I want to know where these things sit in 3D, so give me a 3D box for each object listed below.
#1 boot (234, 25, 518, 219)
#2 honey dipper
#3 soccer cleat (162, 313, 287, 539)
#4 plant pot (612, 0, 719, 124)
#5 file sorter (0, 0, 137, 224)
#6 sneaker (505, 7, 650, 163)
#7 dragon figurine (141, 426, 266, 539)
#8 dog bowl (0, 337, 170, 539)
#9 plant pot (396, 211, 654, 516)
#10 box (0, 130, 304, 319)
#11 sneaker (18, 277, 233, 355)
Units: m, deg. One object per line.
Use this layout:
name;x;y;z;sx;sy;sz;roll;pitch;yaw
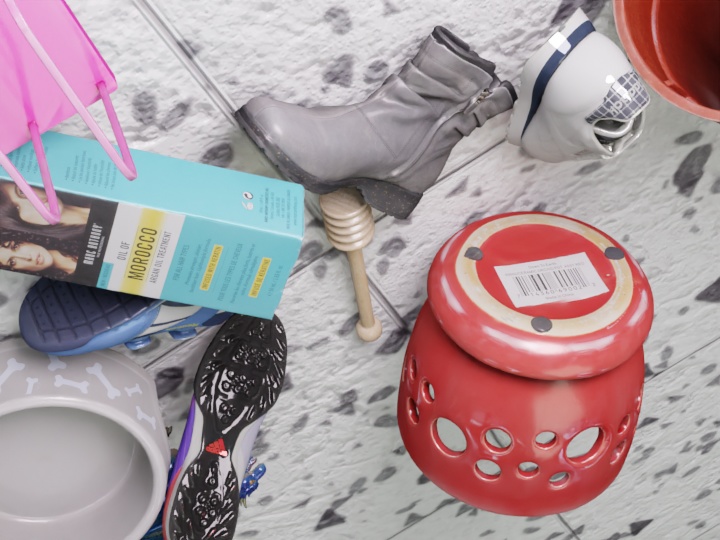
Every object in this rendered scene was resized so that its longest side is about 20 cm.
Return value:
boot;0.014;-0.114;0.934;0.132;0.070;0.199;-46;153;20
honey dipper;0.000;0.000;1.085;0.038;0.038;0.201;-23;147;-7
soccer cleat;-0.110;0.124;1.081;0.068;0.202;0.073;19;165;-17
plant pot;0.298;-0.166;0.958;0.200;0.202;0.195;-39;152;15
file sorter;-0.236;-0.071;0.726;0.199;0.126;0.139;-29;132;2
sneaker;0.154;-0.105;0.974;0.077;0.080;0.200;-50;169;-3
dragon figurine;-0.175;0.194;1.142;0.199;0.100;0.059;-35;162;5
dog bowl;-0.233;0.146;1.034;0.198;0.059;0.201;-8;125;-11
plant pot;0.133;0.064;1.125;0.199;0.201;0.184;-13;133;-20
box;-0.140;-0.029;0.876;0.198;0.049;0.083;11;136;-14
sneaker;-0.138;0.016;0.978;0.199;0.074;0.082;-22;147;-8
